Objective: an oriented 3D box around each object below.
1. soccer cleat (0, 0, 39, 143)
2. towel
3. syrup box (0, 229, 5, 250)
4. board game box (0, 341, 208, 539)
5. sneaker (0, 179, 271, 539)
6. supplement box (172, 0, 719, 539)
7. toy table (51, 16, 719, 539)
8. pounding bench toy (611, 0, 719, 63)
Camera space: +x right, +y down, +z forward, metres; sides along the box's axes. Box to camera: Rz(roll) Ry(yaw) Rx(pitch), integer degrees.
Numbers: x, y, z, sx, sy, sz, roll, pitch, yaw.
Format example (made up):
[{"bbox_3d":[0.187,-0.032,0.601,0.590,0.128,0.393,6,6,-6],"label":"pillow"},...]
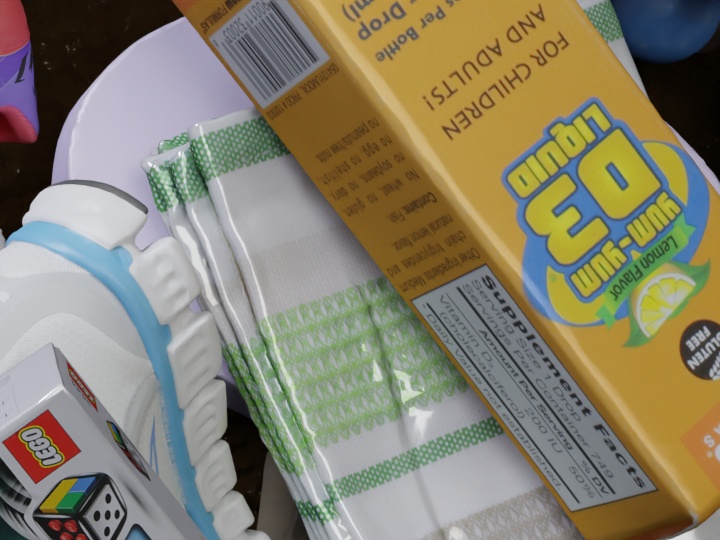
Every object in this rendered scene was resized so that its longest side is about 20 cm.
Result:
[{"bbox_3d":[-0.164,-0.027,0.703,0.200,0.068,0.073,-34,114,-34],"label":"soccer cleat"},{"bbox_3d":[0.046,0.032,0.736,0.149,0.031,0.200,-22,84,-24],"label":"towel"},{"bbox_3d":[-0.136,0.095,0.754,0.079,0.081,0.200,0,74,-17],"label":"syrup box"},{"bbox_3d":[-0.066,0.132,0.669,0.126,0.035,0.200,-36,109,2],"label":"board game box"},{"bbox_3d":[-0.068,0.082,0.718,0.087,0.075,0.200,-39,119,-35],"label":"sneaker"},{"bbox_3d":[0.034,-0.027,0.699,0.067,0.069,0.200,-40,97,-24],"label":"supplement box"},{"bbox_3d":[0.000,0.000,0.808,0.200,0.117,0.184,23,69,-12],"label":"toy table"},{"bbox_3d":[0.091,-0.161,0.838,0.124,0.200,0.156,5,73,-18],"label":"pounding bench toy"}]
